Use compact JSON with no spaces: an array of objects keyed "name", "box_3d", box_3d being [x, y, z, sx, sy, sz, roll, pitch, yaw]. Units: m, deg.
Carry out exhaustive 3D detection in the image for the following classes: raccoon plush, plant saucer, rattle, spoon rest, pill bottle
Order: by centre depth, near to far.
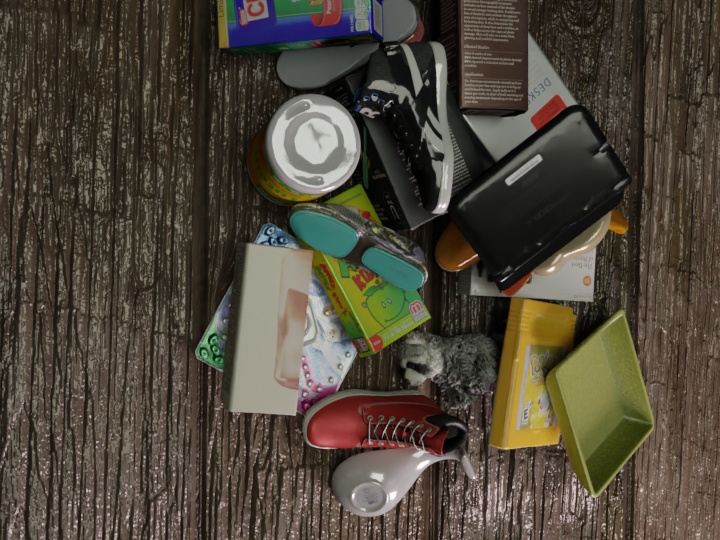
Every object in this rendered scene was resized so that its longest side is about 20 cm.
[{"name":"pill bottle","box_3d":[-0.078,-0.138,1.043,0.110,0.200,0.113,1,87,-16]},{"name":"spoon rest","box_3d":[0.056,0.275,1.155,0.198,0.061,0.100,-19,111,14]},{"name":"raccoon plush","box_3d":[0.133,0.097,1.202,0.134,0.097,0.200,45,52,-2]},{"name":"rattle","box_3d":[0.274,-0.032,1.202,0.129,0.143,0.201,32,88,22]},{"name":"plant saucer","box_3d":[0.339,0.187,1.238,0.199,0.048,0.202,-31,107,-40]}]

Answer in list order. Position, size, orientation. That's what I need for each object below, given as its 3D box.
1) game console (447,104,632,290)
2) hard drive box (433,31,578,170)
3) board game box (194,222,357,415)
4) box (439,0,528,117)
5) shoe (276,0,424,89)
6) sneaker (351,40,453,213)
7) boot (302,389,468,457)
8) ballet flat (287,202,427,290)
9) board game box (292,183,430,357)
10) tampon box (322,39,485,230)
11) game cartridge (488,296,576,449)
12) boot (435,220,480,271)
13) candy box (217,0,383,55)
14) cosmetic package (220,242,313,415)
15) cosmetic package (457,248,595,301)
[{"name":"game console","box_3d":[0.218,-0.082,1.053,0.199,0.117,0.176,-38,106,4]},{"name":"hard drive box","box_3d":[0.183,-0.254,1.192,0.156,0.077,0.201,-43,104,-11]},{"name":"board game box","box_3d":[-0.087,0.071,1.141,0.199,0.026,0.202,31,82,-17]},{"name":"box","box_3d":[0.158,-0.303,1.105,0.099,0.075,0.203,-1,94,-17]},{"name":"shoe","box_3d":[-0.009,-0.290,1.134,0.198,0.091,0.072,-23,86,14]},{"name":"sneaker","box_3d":[0.044,-0.165,1.002,0.110,0.073,0.203,-2,85,-12]},{"name":"boot","box_3d":[0.034,0.206,1.109,0.198,0.144,0.073,-4,102,-25]},{"name":"ballet flat","box_3d":[-0.002,-0.042,1.084,0.199,0.072,0.073,28,84,-18]},{"name":"board game box","box_3d":[0.000,0.000,1.131,0.101,0.048,0.202,-29,92,-28]},{"name":"tampon box","box_3d":[0.055,-0.168,1.114,0.125,0.150,0.202,-26,99,-14]},{"name":"game cartridge","box_3d":[0.247,0.145,1.202,0.175,0.032,0.203,10,90,-52]},{"name":"boot","box_3d":[0.176,-0.084,1.114,0.201,0.144,0.071,-41,81,-2]},{"name":"candy box","box_3d":[-0.077,-0.363,1.061,0.197,0.077,0.172,-2,93,15]},{"name":"cosmetic package","box_3d":[-0.118,0.070,1.065,0.086,0.103,0.203,7,91,-17]},{"name":"cosmetic package","box_3d":[0.240,0.000,1.232,0.197,0.051,0.084,3,92,-18]}]
